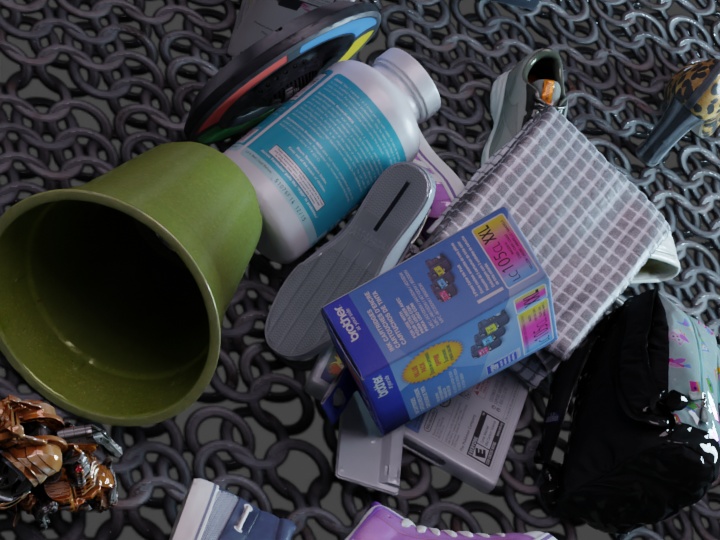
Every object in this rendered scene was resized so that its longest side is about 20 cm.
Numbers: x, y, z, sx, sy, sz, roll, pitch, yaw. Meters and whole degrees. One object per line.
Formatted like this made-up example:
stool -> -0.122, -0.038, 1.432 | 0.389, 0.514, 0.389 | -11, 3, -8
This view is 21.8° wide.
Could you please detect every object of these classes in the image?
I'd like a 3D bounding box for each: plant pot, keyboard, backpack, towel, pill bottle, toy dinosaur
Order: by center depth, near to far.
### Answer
toy dinosaur -> -0.249, 0.127, 1.332 | 0.102, 0.135, 0.200 | -95, 160, -53
plant pot -> -0.168, -0.011, 1.477 | 0.200, 0.200, 0.190 | 36, 33, 0
keyboard -> 0.013, 0.096, 1.570 | 0.056, 0.011, 0.200 | 15, 50, -11
pill bottle -> -0.025, -0.105, 1.614 | 0.200, 0.111, 0.111 | -40, 79, -15
backpack -> 0.248, 0.119, 1.627 | 0.127, 0.167, 0.200 | 40, 40, -24
towel -> 0.159, -0.024, 1.637 | 0.166, 0.086, 0.200 | 44, 64, -7

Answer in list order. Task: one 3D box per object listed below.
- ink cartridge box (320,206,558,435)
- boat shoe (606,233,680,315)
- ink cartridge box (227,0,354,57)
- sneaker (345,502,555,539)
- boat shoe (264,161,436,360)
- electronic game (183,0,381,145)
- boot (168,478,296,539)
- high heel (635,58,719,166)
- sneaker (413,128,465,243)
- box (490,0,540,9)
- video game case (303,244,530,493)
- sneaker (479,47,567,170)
ink cartridge box -> 0.052, 0.050, 1.495 | 0.200, 0.137, 0.076 | -27, 64, -3
boat shoe -> 0.227, -0.002, 1.758 | 0.202, 0.075, 0.086 | -2, 60, -42
ink cartridge box -> -0.039, -0.295, 1.740 | 0.084, 0.200, 0.145 | 23, 47, -13
sneaker -> 0.063, 0.220, 1.478 | 0.200, 0.073, 0.114 | -15, 61, -37
boat shoe -> 0.000, 0.000, 1.590 | 0.074, 0.067, 0.200 | 41, 87, 18
electronic game -> -0.067, -0.170, 1.628 | 0.200, 0.200, 0.042 | -29, 84, -41
boot -> -0.109, 0.243, 1.368 | 0.090, 0.073, 0.200 | 23, 47, -5
high heel -> 0.367, -0.198, 1.933 | 0.071, 0.143, 0.200 | 39, 46, 4
sneaker -> 0.020, -0.073, 1.700 | 0.114, 0.073, 0.201 | -19, 61, -29
box -> 0.150, -0.380, 1.912 | 0.148, 0.200, 0.107 | 6, 52, -26
video game case -> 0.062, 0.075, 1.634 | 0.182, 0.022, 0.200 | 30, 47, -6
sneaker -> 0.164, -0.135, 1.815 | 0.074, 0.079, 0.200 | 18, 50, -19
